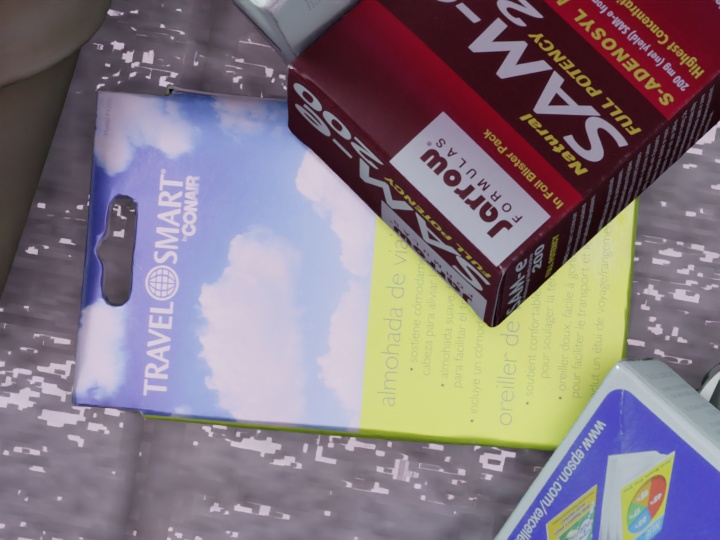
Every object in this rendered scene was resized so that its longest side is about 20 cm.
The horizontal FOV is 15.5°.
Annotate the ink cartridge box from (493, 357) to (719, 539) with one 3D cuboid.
[{"bbox_3d":[0.113,0.167,0.898,0.200,0.043,0.199,44,116,23],"label":"ink cartridge box"}]

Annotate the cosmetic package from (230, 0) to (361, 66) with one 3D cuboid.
[{"bbox_3d":[0.008,-0.183,0.897,0.199,0.200,0.123,-43,88,0],"label":"cosmetic package"}]

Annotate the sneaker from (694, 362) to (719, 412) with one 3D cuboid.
[{"bbox_3d":[0.153,0.125,0.937,0.079,0.074,0.201,0,95,41],"label":"sneaker"}]

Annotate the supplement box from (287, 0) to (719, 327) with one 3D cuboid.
[{"bbox_3d":[0.081,-0.089,0.930,0.200,0.061,0.109,-43,76,-14],"label":"supplement box"}]

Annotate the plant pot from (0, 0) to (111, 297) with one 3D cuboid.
[{"bbox_3d":[-0.186,-0.055,0.908,0.199,0.200,0.174,8,120,2],"label":"plant pot"}]

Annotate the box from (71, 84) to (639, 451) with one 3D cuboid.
[{"bbox_3d":[0.000,0.000,0.969,0.199,0.048,0.123,4,88,2],"label":"box"}]
